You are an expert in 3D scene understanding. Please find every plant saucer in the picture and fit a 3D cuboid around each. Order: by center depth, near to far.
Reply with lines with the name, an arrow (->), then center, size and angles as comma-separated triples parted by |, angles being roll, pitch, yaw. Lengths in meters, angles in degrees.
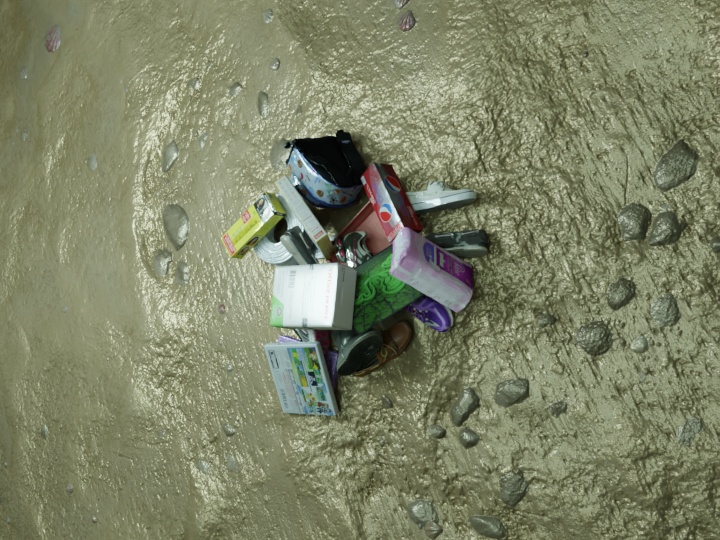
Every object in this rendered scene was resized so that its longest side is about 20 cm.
plant saucer -> 0.029, -0.040, 1.423 | 0.200, 0.037, 0.201 | -45, 74, 17

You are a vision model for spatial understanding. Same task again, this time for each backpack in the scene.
backpack -> -0.084, -0.248, 1.429 | 0.191, 0.198, 0.156 | 47, 138, 26

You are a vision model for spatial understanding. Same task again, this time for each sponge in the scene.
sponge -> -0.148, 0.254, 1.504 | 0.197, 0.030, 0.114 | 12, 91, 28

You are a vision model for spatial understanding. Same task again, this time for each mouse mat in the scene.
mouse mat -> 0.043, 0.039, 1.308 | 0.198, 0.008, 0.162 | -31, 60, 2

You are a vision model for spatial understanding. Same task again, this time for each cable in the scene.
cable -> -0.219, -0.113, 1.549 | 0.198, 0.069, 0.203 | 23, 96, 30

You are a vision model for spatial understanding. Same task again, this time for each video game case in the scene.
video game case -> -0.157, 0.286, 1.462 | 0.179, 0.022, 0.204 | -6, 105, 33

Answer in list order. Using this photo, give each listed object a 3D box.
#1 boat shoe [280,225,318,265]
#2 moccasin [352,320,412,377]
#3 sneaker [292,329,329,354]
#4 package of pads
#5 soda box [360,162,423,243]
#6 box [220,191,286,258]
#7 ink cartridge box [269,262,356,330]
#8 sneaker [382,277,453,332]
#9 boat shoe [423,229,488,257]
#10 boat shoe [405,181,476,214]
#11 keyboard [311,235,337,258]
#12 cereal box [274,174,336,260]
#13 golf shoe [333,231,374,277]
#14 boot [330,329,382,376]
boat shoe -> -0.132, -0.026, 1.461 | 0.057, 0.201, 0.066 | -43, 22, -23
moccasin -> 0.045, 0.195, 1.378 | 0.200, 0.077, 0.075 | -35, 71, 21
sneaker -> -0.142, 0.123, 1.448 | 0.086, 0.073, 0.204 | -3, 103, 36
package of pads -> 0.160, -0.002, 1.254 | 0.198, 0.122, 0.076 | 30, 128, -14
soda box -> 0.074, -0.164, 1.348 | 0.063, 0.069, 0.203 | -43, 60, 40
box -> -0.296, -0.123, 1.527 | 0.199, 0.050, 0.076 | -40, 69, 23
ink cartridge box -> -0.113, 0.065, 1.319 | 0.197, 0.083, 0.149 | -3, 77, 35
sneaker -> 0.130, 0.085, 1.325 | 0.199, 0.083, 0.081 | 37, 123, 12
boat shoe -> 0.206, -0.066, 1.320 | 0.196, 0.067, 0.058 | 1, 67, 15
boat shoe -> 0.184, -0.184, 1.346 | 0.197, 0.070, 0.071 | -8, 84, 34
keyboard -> -0.071, -0.067, 1.502 | 0.197, 0.011, 0.058 | -6, 83, 27
cereal box -> -0.136, -0.132, 1.405 | 0.039, 0.144, 0.201 | -34, 73, -4
golf shoe -> 0.000, 0.000, 1.378 | 0.087, 0.077, 0.204 | -21, 82, 17
boot -> -0.022, 0.135, 1.377 | 0.182, 0.072, 0.202 | -44, 37, 34
